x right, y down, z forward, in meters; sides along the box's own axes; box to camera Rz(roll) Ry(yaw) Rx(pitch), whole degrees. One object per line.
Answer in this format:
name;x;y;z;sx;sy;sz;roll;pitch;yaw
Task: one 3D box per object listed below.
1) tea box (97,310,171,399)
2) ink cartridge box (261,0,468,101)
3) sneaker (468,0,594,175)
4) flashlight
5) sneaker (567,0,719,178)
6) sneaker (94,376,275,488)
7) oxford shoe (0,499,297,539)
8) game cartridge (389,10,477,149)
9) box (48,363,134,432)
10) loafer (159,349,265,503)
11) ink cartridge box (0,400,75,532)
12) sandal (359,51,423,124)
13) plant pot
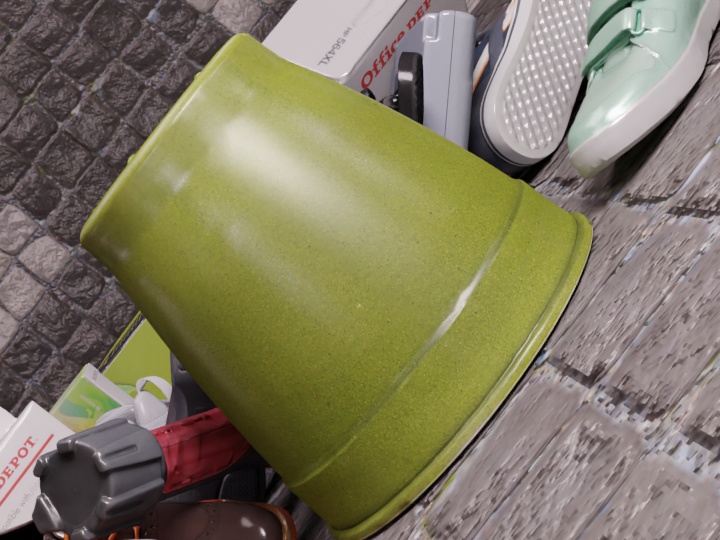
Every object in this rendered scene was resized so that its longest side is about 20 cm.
tea box;-0.110;0.058;1.195;0.197;0.133;0.200;-50;7;4
ink cartridge box;0.018;-0.140;1.147;0.146;0.084;0.200;-53;-32;-21
sneaker;0.116;-0.144;0.982;0.201;0.078;0.079;-57;15;-27
flashlight;-0.078;0.087;0.795;0.199;0.068;0.068;-13;-73;-55
sneaker;0.122;-0.142;0.770;0.074;0.118;0.201;-39;16;54
sneaker;-0.153;0.164;1.016;0.200;0.115;0.075;-50;7;16
oxford shoe;-0.128;0.157;0.799;0.199;0.072;0.072;-16;62;23
game cartridge;0.042;-0.089;0.975;0.200;0.041;0.134;-146;57;-85
box;-0.200;0.188;1.084;0.200;0.144;0.036;-52;12;5
loafer;-0.090;0.110;0.907;0.063;0.071;0.202;100;175;-77
ink cartridge box;-0.191;0.164;0.916;0.116;0.200;0.067;-55;8;-23
sandal;0.008;-0.070;0.881;0.200;0.045;0.076;116;160;-77
plant pot;-0.025;-0.006;0.735;0.201;0.193;0.200;-51;8;9
